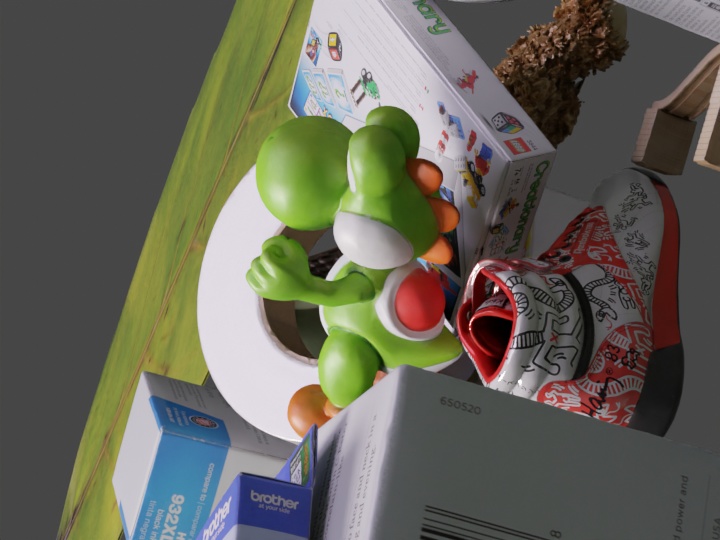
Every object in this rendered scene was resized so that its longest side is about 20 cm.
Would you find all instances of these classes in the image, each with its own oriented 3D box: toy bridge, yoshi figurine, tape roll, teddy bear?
[{"bbox_3d":[0.190,-0.083,1.276,0.200,0.027,0.068,-175,102,-77],"label":"toy bridge"},{"bbox_3d":[-0.010,-0.008,1.349,0.113,0.111,0.201,-108,15,-50],"label":"yoshi figurine"},{"bbox_3d":[-0.008,0.008,1.493,0.202,0.037,0.204,-12,68,31],"label":"tape roll"},{"bbox_3d":[0.092,-0.101,1.543,0.200,0.067,0.145,-51,14,16],"label":"teddy bear"}]

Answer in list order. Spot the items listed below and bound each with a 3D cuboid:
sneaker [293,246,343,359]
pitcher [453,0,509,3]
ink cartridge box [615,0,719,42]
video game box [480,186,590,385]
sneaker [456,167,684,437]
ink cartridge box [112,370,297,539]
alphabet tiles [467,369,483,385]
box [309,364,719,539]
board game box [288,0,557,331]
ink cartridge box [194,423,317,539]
[{"bbox_3d":[0.013,0.029,1.631,0.067,0.200,0.090,9,107,40],"label":"sneaker"},{"bbox_3d":[0.088,-0.200,1.414,0.172,0.199,0.122,-45,57,54],"label":"pitcher"},{"bbox_3d":[0.132,-0.232,1.321,0.043,0.199,0.197,-45,31,52],"label":"ink cartridge box"},{"bbox_3d":[0.081,0.080,1.499,0.182,0.047,0.201,119,162,-51],"label":"video game box"},{"bbox_3d":[0.109,0.002,1.333,0.202,0.107,0.067,-88,19,-49],"label":"sneaker"},{"bbox_3d":[-0.052,0.143,1.641,0.145,0.199,0.084,-131,56,-75],"label":"ink cartridge box"},{"bbox_3d":[0.062,0.122,1.420,0.167,0.008,0.201,-111,38,-67],"label":"alphabet tiles"},{"bbox_3d":[0.069,0.171,1.081,0.131,0.199,0.200,138,146,-65],"label":"box"},{"bbox_3d":[0.030,-0.080,1.410,0.200,0.034,0.127,54,144,34],"label":"board game box"},{"bbox_3d":[-0.058,0.174,1.082,0.119,0.042,0.201,123,158,-53],"label":"ink cartridge box"}]
